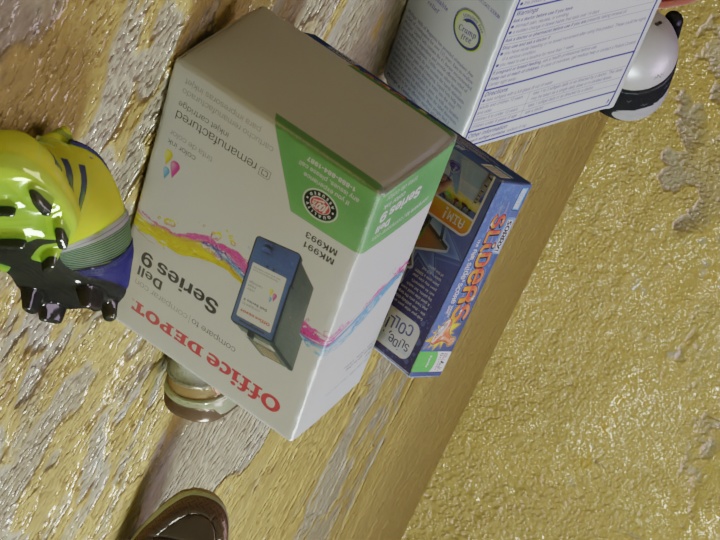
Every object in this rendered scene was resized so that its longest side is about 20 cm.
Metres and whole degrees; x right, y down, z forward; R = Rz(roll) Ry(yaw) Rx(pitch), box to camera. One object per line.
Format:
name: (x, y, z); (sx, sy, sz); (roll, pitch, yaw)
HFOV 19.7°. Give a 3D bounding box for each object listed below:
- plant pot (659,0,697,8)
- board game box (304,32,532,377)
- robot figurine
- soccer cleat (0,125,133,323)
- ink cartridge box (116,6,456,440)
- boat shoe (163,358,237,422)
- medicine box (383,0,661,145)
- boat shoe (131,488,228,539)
plant pot: (0.288, -0.363, 2.004); (0.202, 0.200, 0.195); (-64, 178, 15)
board game box: (0.000, -0.044, 1.285); (0.034, 0.200, 0.136); (2, 120, -51)
robot figurine: (0.364, -0.281, 2.822); (0.200, 0.124, 0.151); (86, 15, -73)
soccer cleat: (-0.150, -0.035, 0.963); (0.200, 0.064, 0.084); (68, 21, -73)
ink cartridge box: (-0.049, -0.024, 1.202); (0.087, 0.145, 0.201); (-40, 158, -45)
boat shoe: (-0.074, 0.027, 1.496); (0.200, 0.071, 0.077); (-53, 152, -51)
medicine box: (0.138, -0.214, 1.623); (0.181, 0.103, 0.201); (-17, 142, -36)
boat shoe: (-0.158, 0.241, 1.627); (0.201, 0.071, 0.076); (-58, -173, 25)
